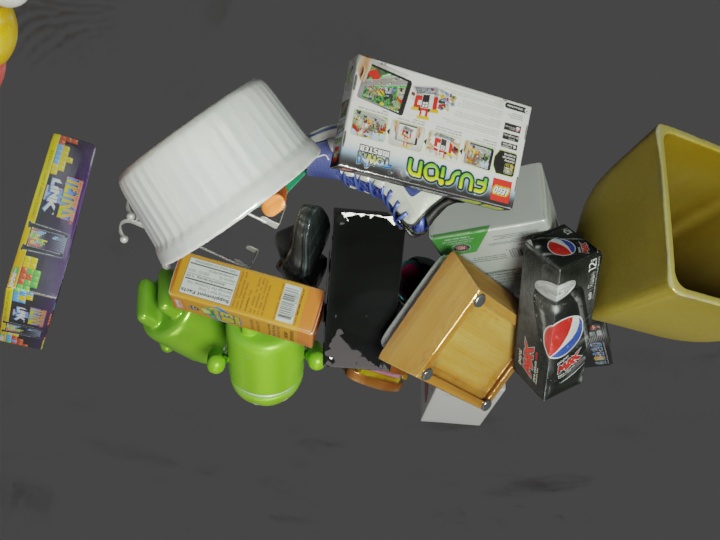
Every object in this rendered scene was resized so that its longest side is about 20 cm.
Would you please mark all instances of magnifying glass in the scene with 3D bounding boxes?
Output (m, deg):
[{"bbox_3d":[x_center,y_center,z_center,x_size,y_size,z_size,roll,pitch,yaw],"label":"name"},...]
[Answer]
[{"bbox_3d":[-0.091,-0.088,0.841,0.079,0.200,0.023,-34,103,5],"label":"magnifying glass"}]

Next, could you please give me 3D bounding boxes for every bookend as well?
[{"bbox_3d":[0.000,0.000,1.039,0.090,0.204,0.200,4,-163,-4],"label":"bookend"}]

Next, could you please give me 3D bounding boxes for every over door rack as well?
[{"bbox_3d":[-0.211,-0.053,1.009,0.196,0.068,0.148,14,151,-21],"label":"over door rack"}]

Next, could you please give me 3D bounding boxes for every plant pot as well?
[{"bbox_3d":[0.362,-0.019,0.916,0.190,0.200,0.200,14,157,-21],"label":"plant pot"}]

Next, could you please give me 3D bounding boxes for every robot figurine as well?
[{"bbox_3d":[-0.140,0.115,1.135,0.171,0.117,0.203,-3,133,-9],"label":"robot figurine"},{"bbox_3d":[-0.258,0.074,1.193,0.173,0.118,0.199,-25,144,21],"label":"robot figurine"}]

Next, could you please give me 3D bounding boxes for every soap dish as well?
[{"bbox_3d":[0.133,0.085,0.970,0.199,0.081,0.159,30,98,-45],"label":"soap dish"}]

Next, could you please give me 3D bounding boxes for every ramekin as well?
[{"bbox_3d":[-0.146,-0.104,0.773,0.198,0.201,0.099,-24,107,40],"label":"ramekin"}]

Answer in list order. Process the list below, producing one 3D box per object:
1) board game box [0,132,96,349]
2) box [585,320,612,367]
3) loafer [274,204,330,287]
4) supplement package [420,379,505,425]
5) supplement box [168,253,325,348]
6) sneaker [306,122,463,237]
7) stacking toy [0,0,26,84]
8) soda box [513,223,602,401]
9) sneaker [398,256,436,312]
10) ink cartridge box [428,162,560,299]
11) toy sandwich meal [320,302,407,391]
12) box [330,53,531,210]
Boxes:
[{"bbox_3d":[-0.373,-0.031,0.916,0.056,0.205,0.165,16,150,-22],"label":"board game box"},{"bbox_3d":[0.340,0.114,1.305,0.156,0.045,0.200,-9,150,19],"label":"box"},{"bbox_3d":[-0.086,-0.030,1.040,0.071,0.074,0.201,26,151,7],"label":"loafer"},{"bbox_3d":[0.176,0.185,1.365,0.116,0.124,0.201,4,151,-3],"label":"supplement package"},{"bbox_3d":[-0.147,0.038,1.005,0.195,0.070,0.067,17,158,2],"label":"supplement box"},{"bbox_3d":[0.035,-0.097,0.842,0.194,0.118,0.081,0,169,6],"label":"sneaker"},{"bbox_3d":[-0.360,-0.218,0.690,0.198,0.148,0.145,-36,138,22],"label":"stacking toy"},{"bbox_3d":[0.231,0.054,0.915,0.062,0.071,0.204,-19,129,-19],"label":"soda box"},{"bbox_3d":[0.075,0.039,1.146,0.197,0.085,0.120,-13,143,40],"label":"sneaker"},{"bbox_3d":[0.184,-0.039,0.989,0.143,0.085,0.200,-8,150,20],"label":"ink cartridge box"},{"bbox_3d":[0.001,0.119,1.211,0.201,0.072,0.205,25,-176,-2],"label":"toy sandwich meal"},{"bbox_3d":[0.074,-0.137,0.785,0.195,0.113,0.035,12,180,-18],"label":"box"}]
